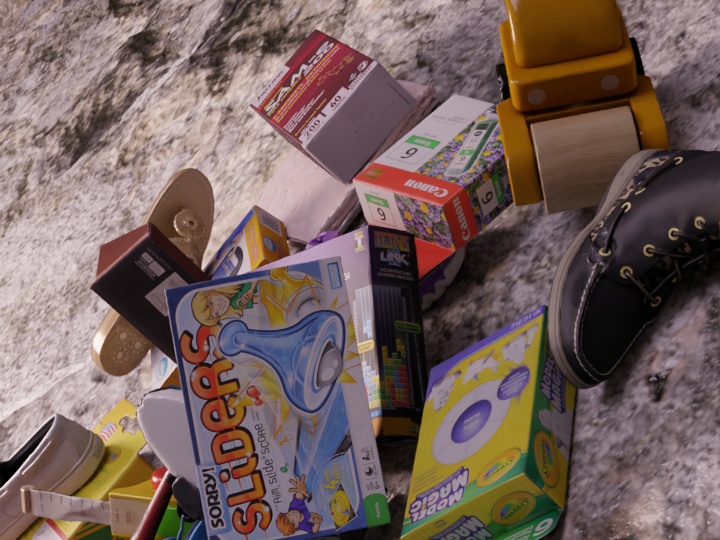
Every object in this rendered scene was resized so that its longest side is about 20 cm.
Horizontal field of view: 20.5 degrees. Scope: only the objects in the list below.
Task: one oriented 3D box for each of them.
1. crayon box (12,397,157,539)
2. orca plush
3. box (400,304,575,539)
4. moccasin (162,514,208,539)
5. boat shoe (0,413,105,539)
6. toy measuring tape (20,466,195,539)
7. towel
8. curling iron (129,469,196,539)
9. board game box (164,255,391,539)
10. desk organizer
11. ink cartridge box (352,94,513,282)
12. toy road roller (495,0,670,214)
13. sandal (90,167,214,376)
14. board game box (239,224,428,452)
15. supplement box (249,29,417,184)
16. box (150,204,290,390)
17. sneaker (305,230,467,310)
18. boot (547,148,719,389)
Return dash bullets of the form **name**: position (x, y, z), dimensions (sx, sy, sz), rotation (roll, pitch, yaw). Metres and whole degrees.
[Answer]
- **crayon box**: position (-0.246, 0.218, 1.802), dimensions (0.200, 0.051, 0.127), rotation (-51, 24, -7)
- **orca plush**: position (-0.074, 0.144, 1.522), dimensions (0.071, 0.199, 0.106), rotation (-15, -62, -76)
- **box**: position (0.091, 0.126, 1.395), dimensions (0.117, 0.048, 0.201), rotation (-32, 30, 31)
- **moccasin**: position (-0.136, 0.246, 1.545), dimensions (0.200, 0.080, 0.068), rotation (-56, 21, -22)
- **boat shoe**: position (-0.322, 0.200, 1.809), dimensions (0.200, 0.068, 0.072), rotation (-35, 26, 26)
- **toy measuring tape**: position (-0.186, 0.195, 1.669), dimensions (0.199, 0.074, 0.074), rotation (4, 48, 24)
- **towel**: position (-0.022, -0.105, 1.952), dimensions (0.200, 0.032, 0.191), rotation (-52, 25, -10)
- **curling iron**: position (-0.174, 0.236, 1.619), dimensions (0.200, 0.050, 0.026), rotation (-57, -11, 24)
- **board game box**: position (-0.061, 0.100, 1.466), dimensions (0.135, 0.201, 0.034), rotation (-11, -8, -3)
- **desk organizer**: position (-0.135, 0.039, 1.713), dimensions (0.072, 0.200, 0.077), rotation (-39, 23, 17)
- **ink cartridge box**: position (0.058, -0.065, 1.636), dimensions (0.109, 0.051, 0.200), rotation (18, 49, 44)
- **toy road roller**: position (0.162, -0.152, 1.540), dimensions (0.122, 0.147, 0.200), rotation (-11, 36, 5)
- **sandal**: position (-0.179, 0.011, 1.889), dimensions (0.070, 0.077, 0.212), rotation (27, 90, 50)
- **board game box**: position (-0.034, 0.070, 1.579), dimensions (0.200, 0.057, 0.166), rotation (-21, 70, 45)
- **supplement box**: position (-0.030, -0.163, 1.941), dimensions (0.109, 0.061, 0.200), rotation (-49, 24, -1)
- **box**: position (-0.141, 0.044, 1.879), dimensions (0.200, 0.041, 0.119), rotation (-49, 22, 15)
- **sneaker**: position (0.000, 0.000, 1.685), dimensions (0.200, 0.089, 0.081), rotation (-26, 29, 34)
- **boot**: position (0.221, -0.014, 1.362), dimensions (0.153, 0.073, 0.204), rotation (-11, 41, 49)
